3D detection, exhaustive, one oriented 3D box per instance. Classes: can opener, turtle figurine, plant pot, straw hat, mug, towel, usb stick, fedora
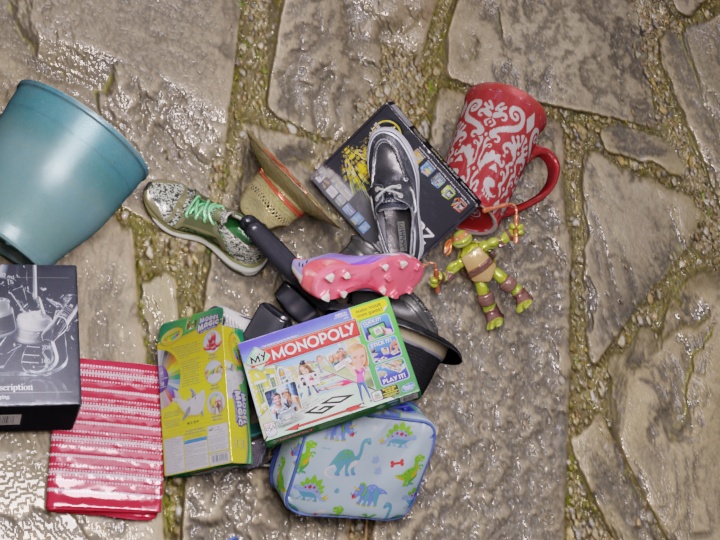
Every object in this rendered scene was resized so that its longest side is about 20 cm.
[{"bbox_3d":[-0.095,-0.001,1.675,0.079,0.063,0.200,-46,129,-10],"label":"can opener"},{"bbox_3d":[0.170,0.004,1.823,0.199,0.064,0.162,-34,102,-1],"label":"turtle figurine"},{"bbox_3d":[-0.402,-0.105,1.577,0.199,0.200,0.189,34,73,-7],"label":"plant pot"},{"bbox_3d":[-0.121,-0.098,1.726,0.085,0.201,0.201,-43,90,2],"label":"straw hat"},{"bbox_3d":[0.208,-0.159,1.878,0.176,0.134,0.201,19,65,10],"label":"mug"},{"bbox_3d":[-0.319,0.212,1.575,0.143,0.022,0.202,7,65,-18],"label":"towel"},{"bbox_3d":[-0.154,0.134,1.604,0.055,0.033,0.201,34,99,22],"label":"usb stick"},{"bbox_3d":[0.034,0.118,1.661,0.199,0.200,0.092,22,78,-14],"label":"fedora"}]

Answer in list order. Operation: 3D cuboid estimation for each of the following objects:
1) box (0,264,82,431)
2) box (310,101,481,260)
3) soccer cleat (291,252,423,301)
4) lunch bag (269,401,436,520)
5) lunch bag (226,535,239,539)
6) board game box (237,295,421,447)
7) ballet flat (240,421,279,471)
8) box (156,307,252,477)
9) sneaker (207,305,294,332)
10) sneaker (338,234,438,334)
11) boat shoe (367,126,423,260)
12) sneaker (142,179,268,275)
[{"bbox_3d":[-0.446,0.094,1.511,0.198,0.104,0.184,0,66,-19],"label":"box"},{"bbox_3d":[0.051,-0.117,1.794,0.200,0.161,0.049,49,17,1],"label":"box"},{"bbox_3d":[0.000,0.000,1.671,0.199,0.067,0.076,-7,33,-40],"label":"soccer cleat"},{"bbox_3d":[-0.007,0.236,1.612,0.199,0.082,0.162,9,107,-27],"label":"lunch bag"},{"bbox_3d":[-0.189,0.405,1.450,0.135,0.200,0.133,-21,81,-33],"label":"lunch bag"},{"bbox_3d":[-0.040,0.124,1.538,0.198,0.029,0.135,-18,65,-3],"label":"board game box"},{"bbox_3d":[-0.085,0.215,1.656,0.199,0.072,0.072,-21,79,-29],"label":"ballet flat"},{"bbox_3d":[-0.201,0.155,1.584,0.048,0.117,0.202,15,64,-55],"label":"box"},{"bbox_3d":[-0.108,0.101,1.684,0.198,0.080,0.129,28,29,20],"label":"sneaker"},{"bbox_3d":[0.030,0.046,1.767,0.091,0.076,0.200,-43,99,-4],"label":"sneaker"},{"bbox_3d":[0.045,-0.099,1.738,0.071,0.068,0.202,-5,99,14],"label":"boat shoe"},{"bbox_3d":[-0.201,-0.074,1.700,0.199,0.089,0.077,30,61,-10],"label":"sneaker"}]
